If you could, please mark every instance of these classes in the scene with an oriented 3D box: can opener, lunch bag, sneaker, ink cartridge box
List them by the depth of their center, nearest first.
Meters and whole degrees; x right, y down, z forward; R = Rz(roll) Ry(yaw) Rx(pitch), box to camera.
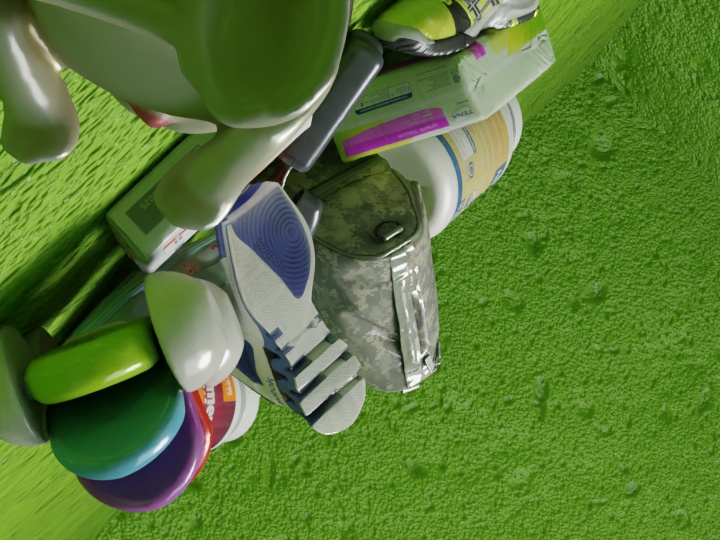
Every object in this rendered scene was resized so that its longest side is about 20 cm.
[{"bbox_3d":[-0.107,-0.059,1.070,0.162,0.050,0.200,-44,173,-9],"label":"ink cartridge box"},{"bbox_3d":[-0.081,0.035,1.134,0.080,0.201,0.115,-36,-154,-34],"label":"sneaker"},{"bbox_3d":[-0.033,-0.095,1.165,0.201,0.067,0.053,-53,-164,21],"label":"can opener"},{"bbox_3d":[0.077,-0.233,1.205,0.199,0.075,0.077,-32,133,-43],"label":"sneaker"},{"bbox_3d":[-0.162,0.036,1.228,0.160,0.077,0.200,-44,177,25],"label":"lunch bag"},{"bbox_3d":[0.000,0.000,1.329,0.138,0.168,0.201,-27,137,-17],"label":"lunch bag"}]

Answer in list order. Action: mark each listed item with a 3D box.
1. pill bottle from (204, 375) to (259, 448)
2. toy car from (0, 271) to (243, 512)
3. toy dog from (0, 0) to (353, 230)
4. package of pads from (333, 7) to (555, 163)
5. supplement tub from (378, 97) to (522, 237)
[{"bbox_3d":[-0.184,0.126,1.411,0.110,0.110,0.200,-46,161,16],"label":"pill bottle"},{"bbox_3d":[-0.164,0.093,1.013,0.173,0.151,0.200,-19,176,1],"label":"toy car"},{"bbox_3d":[-0.065,-0.115,0.501,0.200,0.138,0.196,96,3,-82],"label":"toy dog"},{"bbox_3d":[0.070,-0.167,1.295,0.153,0.069,0.200,-14,-166,33],"label":"package of pads"},{"bbox_3d":[0.078,-0.132,1.568,0.200,0.145,0.145,-41,174,-47],"label":"supplement tub"}]
